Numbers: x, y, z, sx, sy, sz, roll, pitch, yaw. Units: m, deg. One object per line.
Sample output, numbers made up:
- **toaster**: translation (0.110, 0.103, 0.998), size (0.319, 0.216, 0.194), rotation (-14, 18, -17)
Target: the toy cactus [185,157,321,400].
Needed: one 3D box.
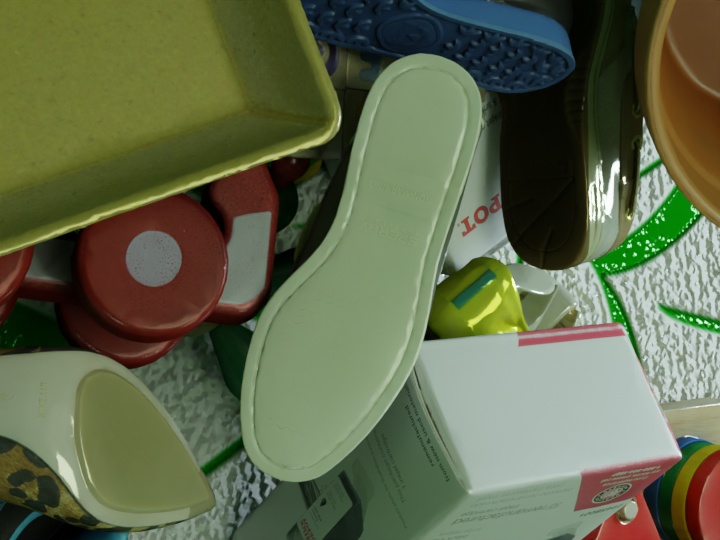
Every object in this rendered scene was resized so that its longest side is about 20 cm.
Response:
- **toy cactus**: translation (-0.049, 0.015, 0.867), size (0.165, 0.102, 0.200), rotation (-4, 123, -18)

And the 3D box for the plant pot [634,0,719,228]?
- **plant pot**: translation (0.224, -0.122, 0.850), size (0.200, 0.140, 0.201), rotation (-2, 113, -4)

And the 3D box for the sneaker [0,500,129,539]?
- **sneaker**: translation (-0.199, 0.131, 0.772), size (0.200, 0.082, 0.073), rotation (-24, 124, -30)

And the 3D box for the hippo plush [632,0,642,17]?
- **hippo plush**: translation (0.163, -0.177, 0.952), size (0.161, 0.200, 0.160), rotation (15, 65, -29)

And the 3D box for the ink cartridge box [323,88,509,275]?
- **ink cartridge box**: translation (0.040, -0.119, 0.920), size (0.145, 0.084, 0.200), rotation (-37, 115, -27)

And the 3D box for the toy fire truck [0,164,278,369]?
- **toy fire truck**: translation (-0.134, -0.049, 0.769), size (0.199, 0.112, 0.168), rotation (7, 78, -13)

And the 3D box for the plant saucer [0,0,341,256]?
- **plant saucer**: translation (-0.134, -0.112, 0.692), size (0.200, 0.048, 0.200), rotation (-20, 87, -15)

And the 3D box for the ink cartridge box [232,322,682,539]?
- **ink cartridge box**: translation (0.044, 0.117, 0.880), size (0.145, 0.200, 0.085), rotation (-4, 60, -36)

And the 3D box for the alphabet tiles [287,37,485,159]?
- **alphabet tiles**: translation (0.007, -0.152, 0.821), size (0.166, 0.006, 0.201), rotation (0, 94, -45)

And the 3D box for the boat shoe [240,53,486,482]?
- **boat shoe**: translation (0.003, 0.001, 0.785), size (0.072, 0.060, 0.202), rotation (22, 87, 3)

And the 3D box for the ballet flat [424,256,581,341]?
- **ballet flat**: translation (0.086, 0.031, 0.934), size (0.067, 0.067, 0.200), rotation (-49, 158, 6)

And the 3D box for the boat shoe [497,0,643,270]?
- **boat shoe**: translation (0.112, -0.102, 0.886), size (0.066, 0.074, 0.201), rotation (-5, 101, -49)

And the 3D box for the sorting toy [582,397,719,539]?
- **sorting toy**: translation (0.175, 0.191, 1.069), size (0.200, 0.070, 0.199), rotation (-4, 98, -36)

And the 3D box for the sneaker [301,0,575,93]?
- **sneaker**: translation (0.018, -0.146, 0.790), size (0.200, 0.070, 0.078), rotation (18, 59, -37)

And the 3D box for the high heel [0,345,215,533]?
- **high heel**: translation (-0.171, 0.074, 0.768), size (0.200, 0.142, 0.072), rotation (32, 59, -41)
